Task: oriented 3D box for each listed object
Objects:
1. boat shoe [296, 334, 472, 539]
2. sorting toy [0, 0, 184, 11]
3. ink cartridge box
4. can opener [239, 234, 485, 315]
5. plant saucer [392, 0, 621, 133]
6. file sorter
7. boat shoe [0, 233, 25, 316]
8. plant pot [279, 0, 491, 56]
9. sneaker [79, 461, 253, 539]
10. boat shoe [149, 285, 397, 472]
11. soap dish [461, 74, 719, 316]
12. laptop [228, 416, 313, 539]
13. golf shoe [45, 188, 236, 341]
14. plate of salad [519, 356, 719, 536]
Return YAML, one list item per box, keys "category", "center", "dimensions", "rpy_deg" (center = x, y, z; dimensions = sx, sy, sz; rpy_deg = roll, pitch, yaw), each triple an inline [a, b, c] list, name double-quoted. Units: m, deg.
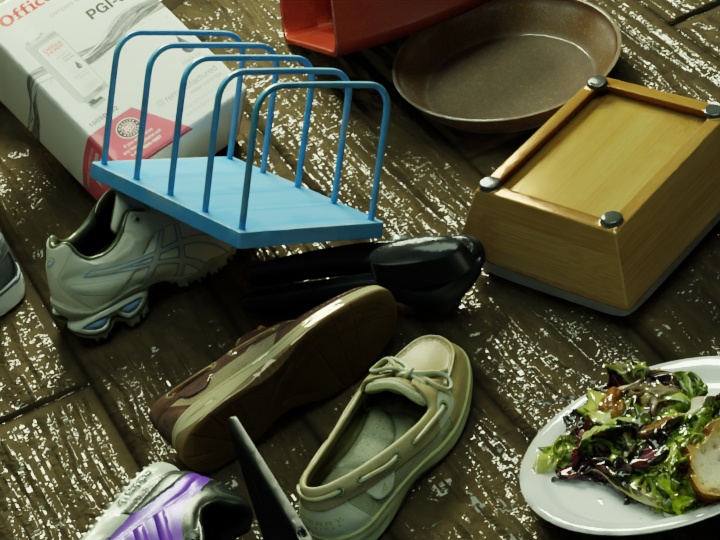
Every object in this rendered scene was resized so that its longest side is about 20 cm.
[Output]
- category: "boat shoe"
  center: [0.017, 0.107, 1.315]
  dimensions: [0.073, 0.063, 0.201]
  rpy_deg: [13, 45, 30]
- category: "sorting toy"
  center: [-0.274, -0.230, 1.827]
  dimensions: [0.200, 0.070, 0.199]
  rpy_deg: [17, 47, 34]
- category: "ink cartridge box"
  center: [-0.219, -0.165, 1.649]
  dimensions: [0.146, 0.083, 0.200]
  rpy_deg: [-38, 73, -27]
- category: "can opener"
  center: [0.000, 0.000, 1.460]
  dimensions: [0.200, 0.079, 0.063]
  rpy_deg: [-6, 45, 25]
- category: "plant saucer"
  center: [0.129, -0.174, 1.658]
  dimensions: [0.200, 0.037, 0.201]
  rpy_deg: [-8, 37, 6]
- category: "file sorter"
  center: [-0.090, -0.105, 1.462]
  dimensions: [0.139, 0.123, 0.200]
  rpy_deg: [-6, 21, -40]
- category: "boat shoe"
  center: [-0.354, 0.038, 1.514]
  dimensions: [0.200, 0.068, 0.072]
  rpy_deg: [-38, 43, -28]
- category: "plant pot"
  center: [0.027, -0.307, 1.707]
  dimensions: [0.176, 0.201, 0.200]
  rpy_deg: [-8, 13, -14]
- category: "sneaker"
  center: [-0.137, 0.205, 1.235]
  dimensions: [0.099, 0.070, 0.200]
  rpy_deg: [12, 45, 26]
- category: "boat shoe"
  center: [-0.065, 0.065, 1.391]
  dimensions: [0.200, 0.072, 0.072]
  rpy_deg: [-37, 44, -18]
- category: "soap dish"
  center: [0.191, -0.064, 1.463]
  dimensions: [0.157, 0.081, 0.200]
  rpy_deg: [20, 50, 36]
- category: "laptop"
  center: [0.027, 0.187, 1.110]
  dimensions: [0.116, 0.188, 0.200]
  rpy_deg: [-23, 38, -13]
- category: "golf shoe"
  center: [-0.165, -0.032, 1.521]
  dimensions: [0.078, 0.097, 0.200]
  rpy_deg: [23, 49, 40]
- category: "plate of salad"
  center: [0.196, 0.104, 1.248]
  dimensions: [0.200, 0.048, 0.200]
  rpy_deg: [-19, 24, 9]
